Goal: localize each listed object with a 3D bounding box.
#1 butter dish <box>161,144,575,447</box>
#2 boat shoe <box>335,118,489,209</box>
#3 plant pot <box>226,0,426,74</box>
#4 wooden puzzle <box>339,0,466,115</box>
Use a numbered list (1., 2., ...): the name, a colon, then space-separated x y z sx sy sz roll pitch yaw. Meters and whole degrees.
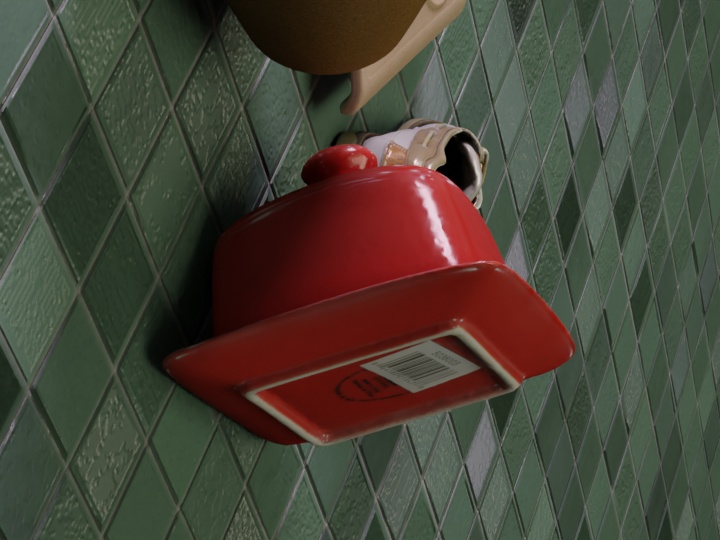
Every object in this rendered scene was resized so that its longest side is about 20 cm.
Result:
1. butter dish: 0.000 0.000 1.318 0.200 0.199 0.149 43 33 -64
2. boat shoe: 0.047 -0.059 1.521 0.200 0.068 0.075 -17 113 -67
3. plant pot: -0.017 -0.198 1.202 0.200 0.185 0.187 91 18 -53
4. wooden puzzle: 0.017 -0.217 1.438 0.185 0.046 0.201 -47 143 -56
